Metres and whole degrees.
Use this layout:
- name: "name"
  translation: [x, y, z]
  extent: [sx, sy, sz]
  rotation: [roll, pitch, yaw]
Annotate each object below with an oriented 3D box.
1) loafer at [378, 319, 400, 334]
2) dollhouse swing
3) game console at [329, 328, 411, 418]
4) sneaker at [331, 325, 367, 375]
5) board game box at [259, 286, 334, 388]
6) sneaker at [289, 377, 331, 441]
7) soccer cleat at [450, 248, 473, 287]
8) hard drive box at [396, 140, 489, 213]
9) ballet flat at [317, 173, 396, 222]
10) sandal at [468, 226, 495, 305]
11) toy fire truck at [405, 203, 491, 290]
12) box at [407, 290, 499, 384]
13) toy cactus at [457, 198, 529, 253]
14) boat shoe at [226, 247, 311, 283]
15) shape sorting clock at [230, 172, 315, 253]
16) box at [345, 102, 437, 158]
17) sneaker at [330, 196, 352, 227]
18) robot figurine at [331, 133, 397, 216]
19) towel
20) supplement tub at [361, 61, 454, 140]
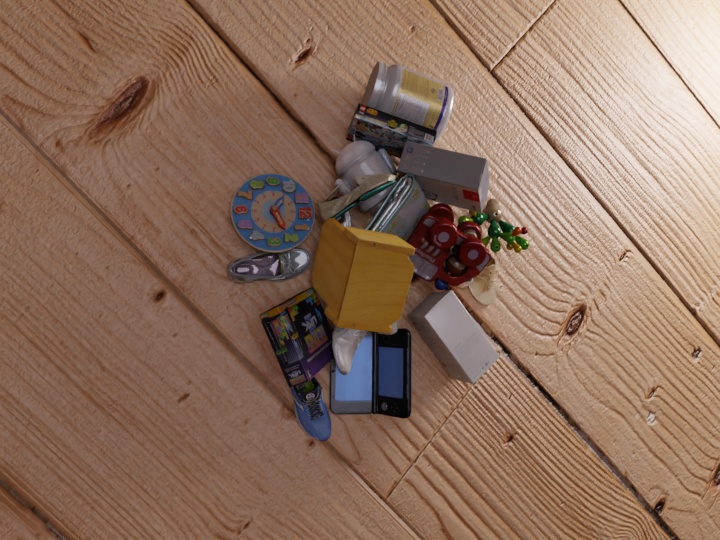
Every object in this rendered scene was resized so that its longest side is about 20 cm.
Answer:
- name: "loafer"
  translation: [0.070, 0.064, 1.414]
  extent: [0.068, 0.071, 0.202]
  rotation: [2, 43, 22]
- name: "dollhouse swing"
  translation: [0.000, 0.000, 1.327]
  extent: [0.177, 0.176, 0.205]
  rotation: [8, 111, -17]
- name: "game console"
  translation: [0.024, 0.237, 1.392]
  extent: [0.116, 0.168, 0.206]
  rotation: [4, 84, -41]
- name: "sneaker"
  translation: [-0.020, 0.137, 1.370]
  extent: [0.078, 0.071, 0.205]
  rotation: [-2, 64, 13]
- name: "board game box"
  translation: [-0.127, 0.141, 1.314]
  extent: [0.056, 0.200, 0.169]
  rotation: [-23, 93, 21]
- name: "sneaker"
  translation: [-0.120, 0.296, 1.357]
  extent: [0.077, 0.089, 0.204]
  rotation: [-25, 92, -14]
- name: "soccer cleat"
  translation: [0.228, -0.055, 1.486]
  extent: [0.068, 0.077, 0.204]
  rotation: [-26, 92, -15]
- name: "hard drive box"
  translation: [0.199, -0.219, 1.410]
  extent: [0.195, 0.156, 0.079]
  rotation: [16, 80, 19]
- name: "ballet flat"
  translation: [-0.014, -0.178, 1.343]
  extent: [0.197, 0.067, 0.063]
  rotation: [-30, 89, 13]
- name: "sandal"
  translation: [0.308, -0.018, 1.509]
  extent: [0.076, 0.070, 0.218]
  rotation: [-11, 89, -15]
- name: "toy fire truck"
  translation: [0.196, -0.042, 1.398]
  extent: [0.197, 0.113, 0.169]
  rotation: [30, 117, -14]
- name: "box"
  translation: [0.222, 0.159, 1.444]
  extent: [0.097, 0.124, 0.202]
  rotation: [-39, 96, -15]
- name: "toy cactus"
  translation: [0.333, -0.120, 1.493]
  extent: [0.194, 0.104, 0.168]
  rotation: [11, 49, -2]
- name: "boat shoe"
  translation: [-0.206, -0.012, 1.369]
  extent: [0.196, 0.065, 0.077]
  rotation: [-7, 88, -16]
- name: "shape sorting clock"
  translation: [-0.200, -0.136, 1.373]
  extent: [0.194, 0.039, 0.205]
  rotation: [6, 66, -14]
- name: "box"
  translation: [0.070, -0.323, 1.423]
  extent: [0.195, 0.137, 0.041]
  rotation: [18, 78, -8]
- name: "sneaker"
  translation: [-0.058, -0.072, 1.412]
  extent: [0.078, 0.074, 0.206]
  rotation: [-6, 86, -12]
- name: "robot figurine"
  translation: [0.015, -0.222, 1.421]
  extent: [0.169, 0.112, 0.202]
  rotation: [-39, 97, -28]
- name: "towel"
  translation: [0.086, -0.105, 1.407]
  extent: [0.048, 0.171, 0.202]
  rotation: [34, 84, 29]
- name: "supplement tub"
  translation: [0.112, -0.407, 1.446]
  extent: [0.195, 0.145, 0.149]
  rotation: [17, 82, -13]
